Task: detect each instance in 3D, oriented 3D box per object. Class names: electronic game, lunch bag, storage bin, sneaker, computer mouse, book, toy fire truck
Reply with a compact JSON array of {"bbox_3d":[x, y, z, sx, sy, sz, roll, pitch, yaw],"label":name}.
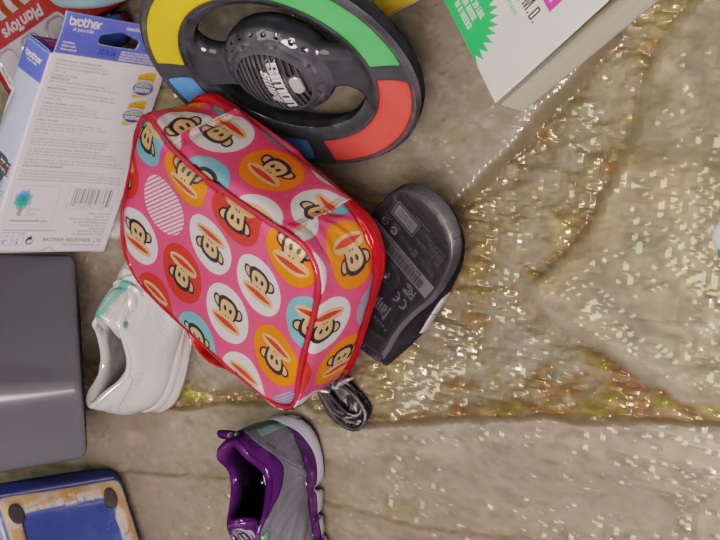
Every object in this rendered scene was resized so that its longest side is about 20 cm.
[{"bbox_3d":[-0.053,-0.136,0.875,0.198,0.200,0.042,-5,53,37],"label":"electronic game"},{"bbox_3d":[-0.082,-0.003,0.900,0.199,0.081,0.178,40,135,26],"label":"lunch bag"},{"bbox_3d":[-0.286,0.063,1.036,0.201,0.132,0.147,-108,18,-47],"label":"storage bin"},{"bbox_3d":[-0.063,0.208,0.944,0.074,0.087,0.203,-18,80,36],"label":"sneaker"},{"bbox_3d":[-0.167,0.017,1.018,0.075,0.088,0.203,18,102,37],"label":"sneaker"},{"bbox_3d":[0.000,0.000,0.920,0.140,0.046,0.201,46,128,23],"label":"computer mouse"},{"bbox_3d":[0.136,-0.214,0.812,0.200,0.048,0.135,-40,62,32],"label":"book"},{"bbox_3d":[-0.258,-0.248,1.084,0.198,0.112,0.170,-20,103,37],"label":"toy fire truck"}]

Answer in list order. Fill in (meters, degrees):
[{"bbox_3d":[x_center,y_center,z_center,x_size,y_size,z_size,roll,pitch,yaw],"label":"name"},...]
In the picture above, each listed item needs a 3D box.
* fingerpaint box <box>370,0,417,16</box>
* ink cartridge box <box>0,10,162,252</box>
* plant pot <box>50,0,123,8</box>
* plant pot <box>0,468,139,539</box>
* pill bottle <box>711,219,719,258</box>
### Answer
[{"bbox_3d":[0.053,-0.275,0.823,0.198,0.073,0.170,-18,68,41],"label":"fingerpaint box"},{"bbox_3d":[-0.226,-0.109,1.041,0.042,0.119,0.202,37,113,32],"label":"ink cartridge box"},{"bbox_3d":[-0.164,-0.296,0.906,0.199,0.197,0.196,-30,106,37],"label":"plant pot"},{"bbox_3d":[-0.274,0.270,1.048,0.178,0.199,0.202,-28,74,27],"label":"plant pot"},{"bbox_3d":[0.271,0.042,0.667,0.113,0.112,0.202,-34,71,33],"label":"pill bottle"}]
